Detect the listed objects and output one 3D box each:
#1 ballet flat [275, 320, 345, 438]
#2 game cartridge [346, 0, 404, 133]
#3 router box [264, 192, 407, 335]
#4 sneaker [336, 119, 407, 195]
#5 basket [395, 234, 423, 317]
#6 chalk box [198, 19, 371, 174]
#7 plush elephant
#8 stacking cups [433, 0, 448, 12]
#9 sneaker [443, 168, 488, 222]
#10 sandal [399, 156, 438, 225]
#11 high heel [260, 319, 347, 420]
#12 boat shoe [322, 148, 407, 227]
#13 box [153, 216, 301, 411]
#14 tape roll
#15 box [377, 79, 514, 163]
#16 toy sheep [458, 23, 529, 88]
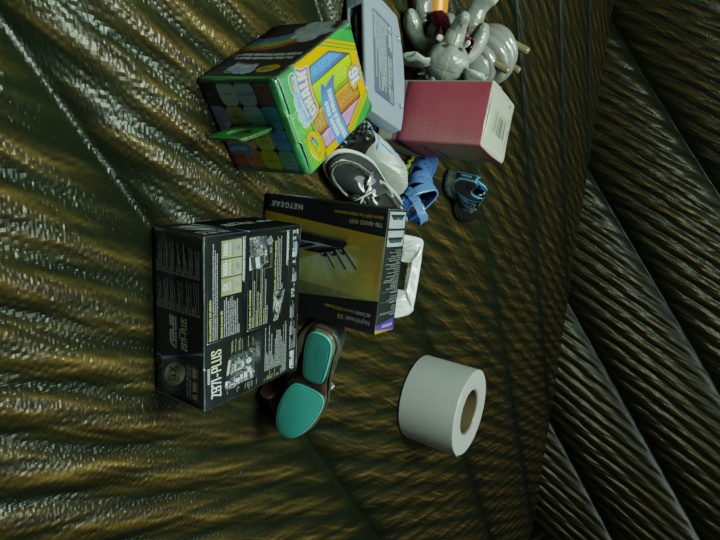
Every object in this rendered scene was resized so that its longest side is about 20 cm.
[{"bbox_3d":[-0.063,0.151,0.766,0.201,0.068,0.068,-66,169,27],"label":"ballet flat"},{"bbox_3d":[0.026,-0.326,0.851,0.133,0.041,0.201,13,74,-63],"label":"game cartridge"},{"bbox_3d":[-0.043,-0.015,0.723,0.052,0.199,0.158,-8,106,-57],"label":"router box"},{"bbox_3d":[0.013,-0.198,0.896,0.200,0.072,0.073,41,23,-46],"label":"sneaker"},{"bbox_3d":[0.000,0.000,0.872,0.200,0.123,0.136,2,98,-59],"label":"basket"},{"bbox_3d":[-0.096,-0.198,0.652,0.200,0.124,0.124,-53,140,-34],"label":"chalk box"},{"bbox_3d":[0.152,-0.396,0.943,0.155,0.164,0.201,-99,-159,-58],"label":"plush elephant"},{"bbox_3d":[0.144,-0.531,0.989,0.060,0.060,0.201,-29,124,-51],"label":"stacking cups"},{"bbox_3d":[0.261,-0.168,1.280,0.200,0.082,0.074,38,66,-57],"label":"sneaker"},{"bbox_3d":[0.113,-0.151,1.043,0.201,0.087,0.080,-63,144,-27],"label":"sandal"},{"bbox_3d":[-0.074,0.153,0.861,0.200,0.067,0.096,-45,133,-25],"label":"high heel"},{"bbox_3d":[0.014,-0.121,0.877,0.200,0.074,0.061,40,23,-48],"label":"boat shoe"},{"bbox_3d":[-0.158,0.043,0.664,0.164,0.086,0.201,-17,114,-56],"label":"box"},{"bbox_3d":[0.195,0.314,1.278,0.202,0.139,0.204,-27,123,-52],"label":"tape roll"},{"bbox_3d":[0.150,-0.262,0.954,0.128,0.199,0.110,7,94,-58],"label":"box"},{"bbox_3d":[0.271,-0.454,1.156,0.200,0.137,0.138,-46,136,-33],"label":"toy sheep"}]
